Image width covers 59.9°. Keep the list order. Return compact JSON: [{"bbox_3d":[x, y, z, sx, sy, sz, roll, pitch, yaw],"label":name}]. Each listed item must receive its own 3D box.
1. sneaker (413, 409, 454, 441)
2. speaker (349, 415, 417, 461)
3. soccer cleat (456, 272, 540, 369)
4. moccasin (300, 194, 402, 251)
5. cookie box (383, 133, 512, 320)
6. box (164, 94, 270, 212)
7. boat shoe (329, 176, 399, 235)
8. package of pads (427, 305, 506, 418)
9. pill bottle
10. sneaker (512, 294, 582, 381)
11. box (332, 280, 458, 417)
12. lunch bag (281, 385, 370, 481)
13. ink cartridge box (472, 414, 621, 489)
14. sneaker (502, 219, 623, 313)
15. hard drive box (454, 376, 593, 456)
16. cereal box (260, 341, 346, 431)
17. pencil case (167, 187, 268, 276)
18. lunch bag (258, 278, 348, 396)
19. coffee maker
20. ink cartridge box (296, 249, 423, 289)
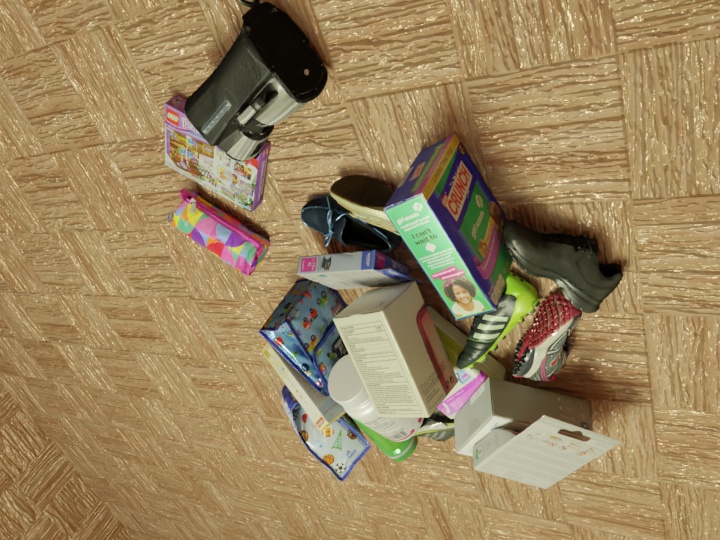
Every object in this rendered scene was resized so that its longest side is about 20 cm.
[{"bbox_3d":[0.140,0.322,1.287,0.196,0.075,0.082,-12,130,19],"label":"sneaker"},{"bbox_3d":[0.039,0.322,1.365,0.088,0.089,0.201,-25,111,44],"label":"speaker"},{"bbox_3d":[0.216,0.087,1.051,0.081,0.067,0.201,42,121,10],"label":"soccer cleat"},{"bbox_3d":[-0.021,-0.080,1.060,0.196,0.069,0.082,9,132,25],"label":"moccasin"},{"bbox_3d":[0.138,-0.064,0.899,0.074,0.172,0.201,-20,115,39],"label":"cookie box"},{"bbox_3d":[-0.260,-0.208,1.121,0.197,0.039,0.138,29,138,8],"label":"box"},{"bbox_3d":[0.038,-0.094,1.004,0.197,0.074,0.064,19,138,21],"label":"boat shoe"},{"bbox_3d":[0.150,0.177,1.179,0.199,0.069,0.155,39,136,-3],"label":"package of pads"},{"bbox_3d":[0.032,0.244,1.207,0.111,0.116,0.200,-8,145,36],"label":"pill bottle"},{"bbox_3d":[0.313,0.112,1.018,0.073,0.082,0.202,14,143,1],"label":"sneaker"},{"bbox_3d":[0.062,0.138,1.076,0.126,0.108,0.204,-12,107,45],"label":"box"},{"bbox_3d":[-0.090,0.337,1.393,0.200,0.124,0.170,43,173,-12],"label":"lunch bag"},{"bbox_3d":[0.305,0.292,1.047,0.158,0.051,0.201,19,132,-16],"label":"ink cartridge box"},{"bbox_3d":[0.295,-0.024,0.913,0.197,0.077,0.091,30,126,-13],"label":"sneaker"},{"bbox_3d":[0.289,0.283,1.126,0.195,0.078,0.157,15,138,-12],"label":"hard drive box"},{"bbox_3d":[-0.090,0.204,1.256,0.201,0.143,0.040,52,126,12],"label":"cereal box"},{"bbox_3d":[-0.275,-0.073,1.219,0.198,0.089,0.089,33,138,0],"label":"pencil case"},{"bbox_3d":[-0.078,0.133,1.222,0.093,0.151,0.201,-19,116,42],"label":"lunch bag"},{"bbox_3d":[-0.172,-0.293,0.945,0.198,0.134,0.196,-27,87,43],"label":"coffee maker"},{"bbox_3d":[0.000,0.000,1.095,0.196,0.043,0.119,-1,165,35],"label":"ink cartridge box"}]
